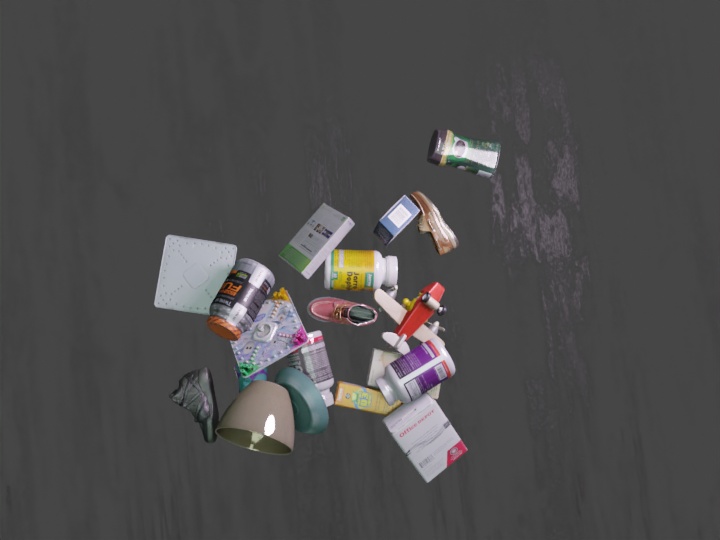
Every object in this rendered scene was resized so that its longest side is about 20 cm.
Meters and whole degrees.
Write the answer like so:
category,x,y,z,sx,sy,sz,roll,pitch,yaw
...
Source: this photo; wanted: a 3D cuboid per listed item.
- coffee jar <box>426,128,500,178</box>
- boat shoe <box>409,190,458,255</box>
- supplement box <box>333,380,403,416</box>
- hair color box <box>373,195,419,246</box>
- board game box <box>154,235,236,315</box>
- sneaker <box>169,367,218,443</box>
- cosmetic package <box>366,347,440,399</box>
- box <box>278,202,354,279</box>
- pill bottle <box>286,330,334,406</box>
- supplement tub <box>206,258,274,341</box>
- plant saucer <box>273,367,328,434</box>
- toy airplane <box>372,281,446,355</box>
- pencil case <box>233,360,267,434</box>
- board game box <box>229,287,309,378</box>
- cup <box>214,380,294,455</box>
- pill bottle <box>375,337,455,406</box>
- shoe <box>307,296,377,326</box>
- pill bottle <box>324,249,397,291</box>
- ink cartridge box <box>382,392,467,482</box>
category,x,y,z,sx,sy,sz,roll,pitch,yaw
coffee jar,0.294,-0.337,1.719,0.198,0.085,0.106,14,87,-3
boat shoe,0.197,-0.133,1.703,0.074,0.076,0.201,-35,87,-2
supplement box,0.027,0.357,1.653,0.198,0.069,0.067,11,84,0
hair color box,0.094,-0.133,1.632,0.100,0.200,0.061,-44,89,-6
board game box,-0.457,0.016,1.672,0.197,0.026,0.203,9,84,-2
sneaker,-0.449,0.374,1.624,0.113,0.076,0.202,-13,83,-2
cosmetic package,0.122,0.285,1.661,0.198,0.073,0.105,11,84,-3
box,-0.123,-0.084,1.654,0.200,0.144,0.036,-48,130,-6
pill bottle,-0.135,0.273,1.629,0.109,0.111,0.202,-15,86,-4
supplement tub,-0.323,0.079,1.603,0.122,0.123,0.201,25,62,-1
plant saucer,-0.169,0.355,1.586,0.036,0.200,0.201,-28,86,-43
toy airplane,0.135,0.133,1.643,0.197,0.141,0.202,-7,107,-7
pencil case,-0.300,0.342,1.628,0.091,0.085,0.203,1,85,-4
board game box,-0.259,0.162,1.614,0.199,0.026,0.201,-29,50,-3
cup,-0.250,0.364,1.514,0.198,0.201,0.145,14,60,-2
pill bottle,0.141,0.271,1.571,0.199,0.112,0.113,-30,87,-6
shoe,-0.050,0.112,1.658,0.198,0.091,0.072,8,84,-2
pill bottle,0.000,0.000,1.660,0.197,0.113,0.114,2,85,-3
ink cartridge box,0.172,0.442,1.607,0.145,0.083,0.201,-36,113,-5
